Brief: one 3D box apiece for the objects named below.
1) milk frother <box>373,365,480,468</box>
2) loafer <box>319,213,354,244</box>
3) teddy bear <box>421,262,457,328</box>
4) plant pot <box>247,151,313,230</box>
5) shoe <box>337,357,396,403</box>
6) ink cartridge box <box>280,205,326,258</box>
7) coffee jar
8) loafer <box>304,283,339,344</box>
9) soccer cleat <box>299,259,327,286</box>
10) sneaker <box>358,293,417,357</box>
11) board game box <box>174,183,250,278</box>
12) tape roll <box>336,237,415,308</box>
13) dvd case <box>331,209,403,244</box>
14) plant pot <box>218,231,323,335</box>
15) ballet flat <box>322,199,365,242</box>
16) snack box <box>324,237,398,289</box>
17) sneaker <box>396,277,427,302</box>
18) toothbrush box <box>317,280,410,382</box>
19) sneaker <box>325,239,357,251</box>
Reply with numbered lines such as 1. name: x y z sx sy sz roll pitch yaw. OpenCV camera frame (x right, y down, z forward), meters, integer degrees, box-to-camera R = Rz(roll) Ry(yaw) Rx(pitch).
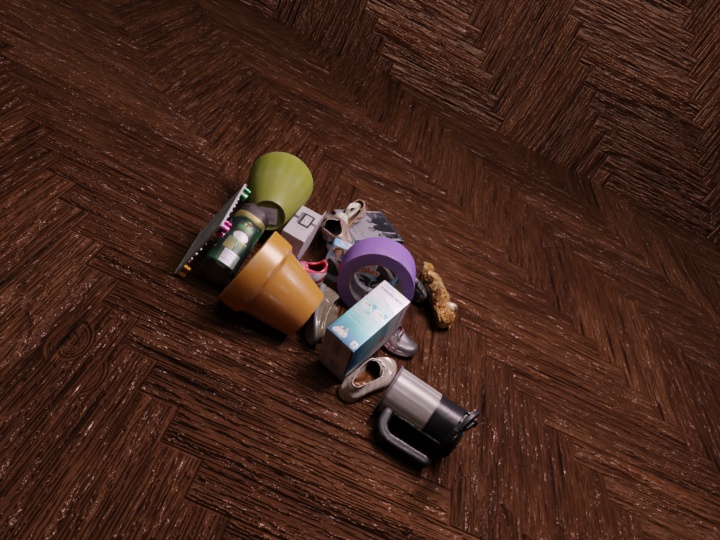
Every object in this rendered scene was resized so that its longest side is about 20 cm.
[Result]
1. milk frother: 0.141 0.293 1.300 0.188 0.200 0.181 33 37 7
2. loafer: -0.072 -0.120 1.723 0.063 0.072 0.200 59 -2 -38
3. teddy bear: 0.223 0.066 1.739 0.067 0.145 0.200 -15 37 -2
4. plant pot: -0.234 -0.199 1.690 0.187 0.187 0.200 21 33 -11
5. shoe: 0.028 0.243 1.414 0.070 0.053 0.200 42 35 19
6. ink cartridge box: -0.168 -0.094 1.666 0.068 0.116 0.200 29 32 -1
7. coffee jar: -0.301 -0.068 1.483 0.085 0.104 0.200 35 55 -10
8. loafer: -0.085 0.106 1.494 0.069 0.075 0.200 22 37 -10
9. soccer cleat: -0.172 0.007 1.566 0.199 0.073 0.068 -3 44 -39
10. sneaker: 0.072 0.129 1.544 0.200 0.116 0.076 31 33 5
11. board game box: -0.349 -0.095 1.467 0.026 0.200 0.200 40 30 -18
12. tape roll: 0.043 0.020 1.593 0.199 0.200 0.085 24 34 -7
13. dvd case: 0.023 -0.136 1.946 0.199 0.025 0.150 -2 44 -36
14. plant pot: -0.191 0.044 1.414 0.183 0.200 0.200 41 32 -9
15. ballet flat: -0.049 -0.157 1.848 0.068 0.067 0.200 28 45 15
16. snack box: 0.000 0.000 1.663 0.199 0.116 0.037 22 34 -10
17. sneaker: 0.124 0.011 1.780 0.200 0.076 0.079 43 33 20
18. toothbrush box: 0.007 0.138 1.406 0.085 0.147 0.200 40 54 16
19. sneaker: -0.013 -0.036 1.746 0.199 0.081 0.076 20 30 24
